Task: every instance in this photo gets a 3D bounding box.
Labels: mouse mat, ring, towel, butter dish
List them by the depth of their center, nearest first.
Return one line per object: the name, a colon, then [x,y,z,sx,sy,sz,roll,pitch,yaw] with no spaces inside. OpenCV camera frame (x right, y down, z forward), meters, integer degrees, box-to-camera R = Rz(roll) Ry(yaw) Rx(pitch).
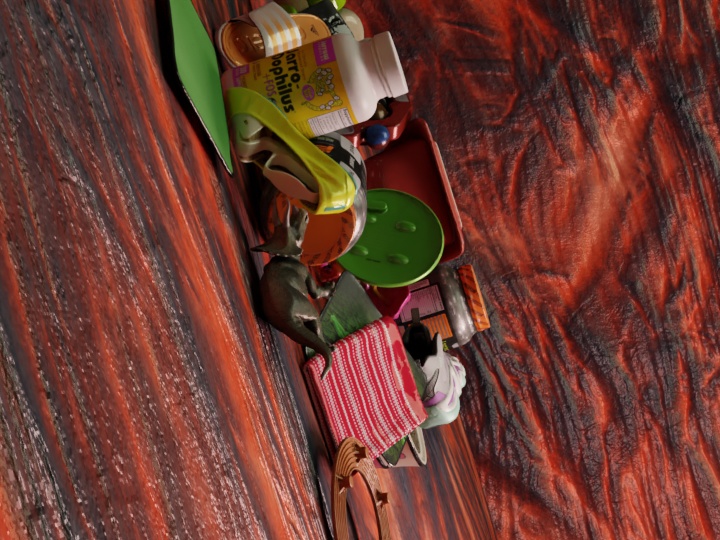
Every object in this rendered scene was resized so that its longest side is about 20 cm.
mouse mat: [-0.165,-0.209,1.343,0.161,0.008,0.201,65,11,-51]
ring: [0.009,0.276,1.417,0.200,0.019,0.201,-11,90,-75]
towel: [0.009,0.143,1.548,0.200,0.022,0.145,-27,100,-58]
mouse mat: [0.011,0.116,1.600,0.200,0.008,0.161,55,37,-24]
butter dish: [0.039,-0.091,1.863,0.200,0.147,0.200,162,-90,-73]

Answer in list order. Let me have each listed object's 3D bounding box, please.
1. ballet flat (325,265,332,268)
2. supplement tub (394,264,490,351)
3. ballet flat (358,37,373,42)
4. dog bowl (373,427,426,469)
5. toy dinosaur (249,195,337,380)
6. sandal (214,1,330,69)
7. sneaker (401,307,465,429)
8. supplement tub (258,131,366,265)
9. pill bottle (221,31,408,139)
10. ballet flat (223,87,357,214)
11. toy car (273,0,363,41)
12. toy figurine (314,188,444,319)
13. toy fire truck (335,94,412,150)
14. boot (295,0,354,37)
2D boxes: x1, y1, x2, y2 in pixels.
ballet flat: [-0.024,-0.048,1.943,0.071,0.065,0.201,69,7,-52]
supplement tub: [0.079,0.065,1.920,0.123,0.199,0.123,-17,90,-84]
ballet flat: [0.006,-0.262,1.717,0.200,0.069,0.070,-35,110,-54]
dog bowl: [0.023,0.168,1.736,0.200,0.074,0.201,-17,90,-83]
toy dinosaur: [-0.073,0.032,1.351,0.102,0.077,0.201,40,35,-39]
sandal: [-0.095,-0.292,1.613,0.206,0.059,0.079,-29,84,-50]
sneaker: [0.090,0.110,1.788,0.200,0.077,0.140,-88,161,-72]
supplement tub: [-0.053,-0.083,1.527,0.200,0.122,0.123,-92,163,-71]
pill bottle: [-0.051,-0.207,1.517,0.104,0.199,0.105,-18,90,-84]
ballet flat: [-0.090,-0.125,1.395,0.200,0.067,0.067,40,-45,21]
toy car: [-0.105,-0.346,1.941,0.200,0.158,0.165,38,-25,44]
toy figurine: [0.000,0.000,1.763,0.184,0.199,0.151,99,3,-56]
toy fire truck: [-0.027,-0.207,1.801,0.168,0.199,0.112,-104,-165,-54]
boot: [-0.069,-0.249,1.723,0.200,0.065,0.165,-42,117,-54]
